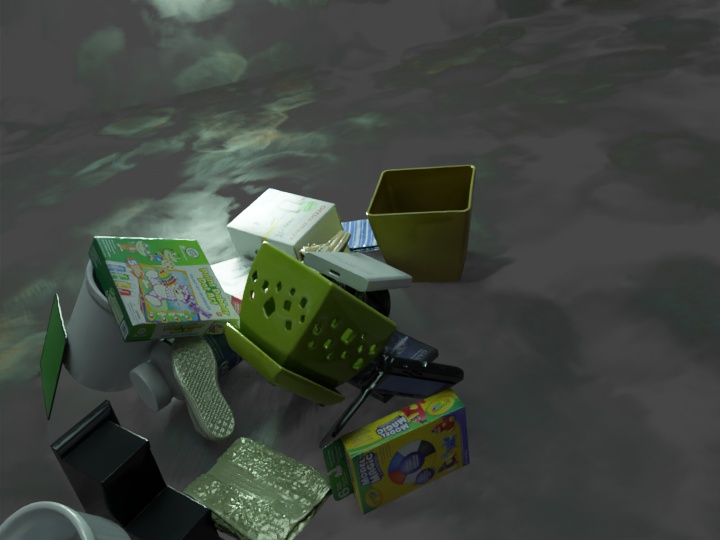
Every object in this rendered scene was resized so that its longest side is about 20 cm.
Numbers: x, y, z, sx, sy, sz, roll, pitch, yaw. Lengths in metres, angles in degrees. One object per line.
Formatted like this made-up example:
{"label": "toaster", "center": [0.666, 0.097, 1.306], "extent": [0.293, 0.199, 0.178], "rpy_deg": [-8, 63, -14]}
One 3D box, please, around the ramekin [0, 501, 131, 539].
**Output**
{"label": "ramekin", "center": [-0.351, 0.380, 0.787], "extent": [0.197, 0.098, 0.204], "rpy_deg": [-11, 65, 23]}

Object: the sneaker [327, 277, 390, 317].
{"label": "sneaker", "center": [-0.014, 0.046, 1.297], "extent": [0.087, 0.076, 0.199], "rpy_deg": [-3, 17, -29]}

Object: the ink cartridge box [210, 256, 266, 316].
{"label": "ink cartridge box", "center": [-0.230, 0.050, 1.338], "extent": [0.198, 0.086, 0.144], "rpy_deg": [18, 27, 41]}

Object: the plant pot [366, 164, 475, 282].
{"label": "plant pot", "center": [0.135, -0.086, 1.377], "extent": [0.196, 0.179, 0.201], "rpy_deg": [-1, 32, 14]}

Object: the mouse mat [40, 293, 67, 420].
{"label": "mouse mat", "center": [-0.567, 0.155, 1.247], "extent": [0.007, 0.163, 0.200], "rpy_deg": [9, 19, -32]}

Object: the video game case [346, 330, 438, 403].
{"label": "video game case", "center": [0.018, 0.148, 1.193], "extent": [0.198, 0.019, 0.142], "rpy_deg": [22, 45, 41]}

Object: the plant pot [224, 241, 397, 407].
{"label": "plant pot", "center": [-0.092, 0.098, 1.115], "extent": [0.199, 0.198, 0.183], "rpy_deg": [28, 85, 43]}

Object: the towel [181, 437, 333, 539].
{"label": "towel", "center": [-0.146, 0.314, 0.962], "extent": [0.197, 0.037, 0.148], "rpy_deg": [14, 38, 34]}

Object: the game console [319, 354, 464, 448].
{"label": "game console", "center": [0.040, 0.202, 0.977], "extent": [0.172, 0.200, 0.119], "rpy_deg": [10, 70, -7]}

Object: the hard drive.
{"label": "hard drive", "center": [0.000, 0.000, 1.222], "extent": [0.130, 0.027, 0.199], "rpy_deg": [25, 11, 23]}

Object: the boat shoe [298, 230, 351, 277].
{"label": "boat shoe", "center": [-0.090, -0.016, 1.288], "extent": [0.069, 0.074, 0.201], "rpy_deg": [34, 55, 6]}

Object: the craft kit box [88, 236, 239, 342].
{"label": "craft kit box", "center": [-0.330, 0.027, 1.140], "extent": [0.196, 0.049, 0.201], "rpy_deg": [3, 43, -47]}

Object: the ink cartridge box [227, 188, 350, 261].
{"label": "ink cartridge box", "center": [-0.147, -0.059, 1.434], "extent": [0.198, 0.148, 0.147], "rpy_deg": [16, 49, 35]}

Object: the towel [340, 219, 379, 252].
{"label": "towel", "center": [-0.012, -0.083, 1.566], "extent": [0.196, 0.024, 0.146], "rpy_deg": [-7, 31, 7]}

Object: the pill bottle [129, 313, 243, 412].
{"label": "pill bottle", "center": [-0.296, 0.155, 1.188], "extent": [0.110, 0.113, 0.199], "rpy_deg": [20, 43, 40]}

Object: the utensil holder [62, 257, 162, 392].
{"label": "utensil holder", "center": [-0.426, 0.088, 1.199], "extent": [0.168, 0.201, 0.171], "rpy_deg": [25, 31, -16]}

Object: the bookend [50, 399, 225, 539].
{"label": "bookend", "center": [-0.270, 0.297, 0.871], "extent": [0.196, 0.203, 0.092], "rpy_deg": [12, 38, 34]}

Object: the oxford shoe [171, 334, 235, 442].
{"label": "oxford shoe", "center": [-0.259, 0.191, 1.097], "extent": [0.074, 0.058, 0.202], "rpy_deg": [-14, 64, -30]}

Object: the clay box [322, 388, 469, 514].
{"label": "clay box", "center": [0.052, 0.252, 0.924], "extent": [0.197, 0.117, 0.048], "rpy_deg": [-22, 34, -16]}
